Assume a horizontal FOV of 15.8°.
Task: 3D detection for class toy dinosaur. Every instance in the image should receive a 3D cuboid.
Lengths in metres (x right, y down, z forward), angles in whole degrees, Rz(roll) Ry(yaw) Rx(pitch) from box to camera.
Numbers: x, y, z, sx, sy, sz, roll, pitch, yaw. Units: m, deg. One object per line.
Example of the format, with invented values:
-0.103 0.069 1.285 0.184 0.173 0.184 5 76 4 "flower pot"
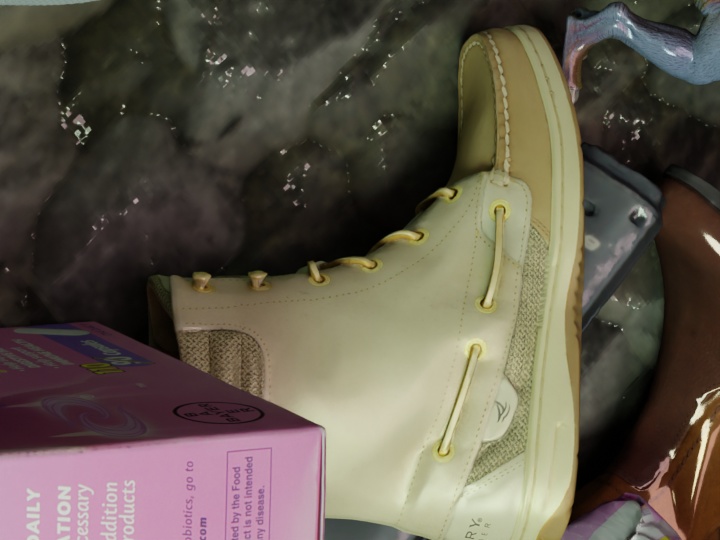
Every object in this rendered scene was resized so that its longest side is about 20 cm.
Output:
0.167 -0.085 0.979 0.200 0.180 0.106 63 36 -72 "toy dinosaur"

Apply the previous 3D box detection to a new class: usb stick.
0.043 0.038 1.001 0.200 0.055 0.033 -52 151 -10 "usb stick"

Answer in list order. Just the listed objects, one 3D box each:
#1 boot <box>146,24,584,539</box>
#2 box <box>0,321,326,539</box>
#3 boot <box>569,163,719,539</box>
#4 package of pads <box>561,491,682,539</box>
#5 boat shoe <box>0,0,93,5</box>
0.000 0.000 0.946 0.154 0.073 0.202 4 74 -9 "boot"
-0.139 0.083 0.823 0.199 0.176 0.098 -4 101 -29 "box"
0.099 0.078 1.055 0.199 0.068 0.189 -34 126 -12 "boot"
0.097 0.195 1.022 0.120 0.076 0.201 -31 128 -11 "package of pads"
-0.163 -0.122 0.832 0.199 0.072 0.063 0 78 -35 "boat shoe"
